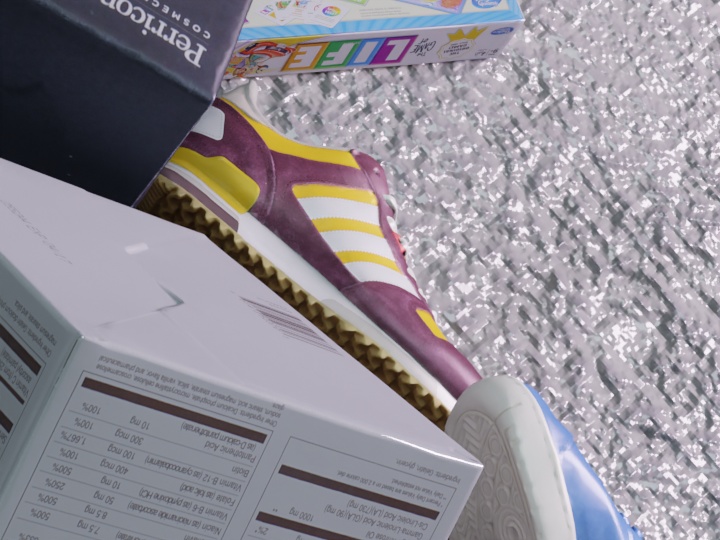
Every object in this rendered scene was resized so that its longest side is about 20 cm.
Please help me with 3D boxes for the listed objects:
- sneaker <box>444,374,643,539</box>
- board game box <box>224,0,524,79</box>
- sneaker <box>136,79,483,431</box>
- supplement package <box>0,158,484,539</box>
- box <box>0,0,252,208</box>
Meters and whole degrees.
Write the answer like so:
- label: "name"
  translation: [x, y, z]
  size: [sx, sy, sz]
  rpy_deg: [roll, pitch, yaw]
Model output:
- label: "sneaker"
  translation: [0.109, 0.127, 0.915]
  size: [0.111, 0.077, 0.201]
  rpy_deg: [-20, 91, -30]
- label: "board game box"
  translation: [-0.034, -0.158, 1.054]
  size: [0.199, 0.034, 0.135]
  rpy_deg: [-7, 66, -27]
- label: "sneaker"
  translation: [0.000, 0.000, 0.957]
  size: [0.200, 0.075, 0.090]
  rpy_deg: [41, 59, 0]
- label: "supplement package"
  translation: [-0.089, 0.050, 0.722]
  size: [0.155, 0.111, 0.200]
  rpy_deg: [21, 10, -37]
- label: "box"
  translation: [-0.138, -0.147, 0.882]
  size: [0.196, 0.117, 0.201]
  rpy_deg: [29, 48, -15]
